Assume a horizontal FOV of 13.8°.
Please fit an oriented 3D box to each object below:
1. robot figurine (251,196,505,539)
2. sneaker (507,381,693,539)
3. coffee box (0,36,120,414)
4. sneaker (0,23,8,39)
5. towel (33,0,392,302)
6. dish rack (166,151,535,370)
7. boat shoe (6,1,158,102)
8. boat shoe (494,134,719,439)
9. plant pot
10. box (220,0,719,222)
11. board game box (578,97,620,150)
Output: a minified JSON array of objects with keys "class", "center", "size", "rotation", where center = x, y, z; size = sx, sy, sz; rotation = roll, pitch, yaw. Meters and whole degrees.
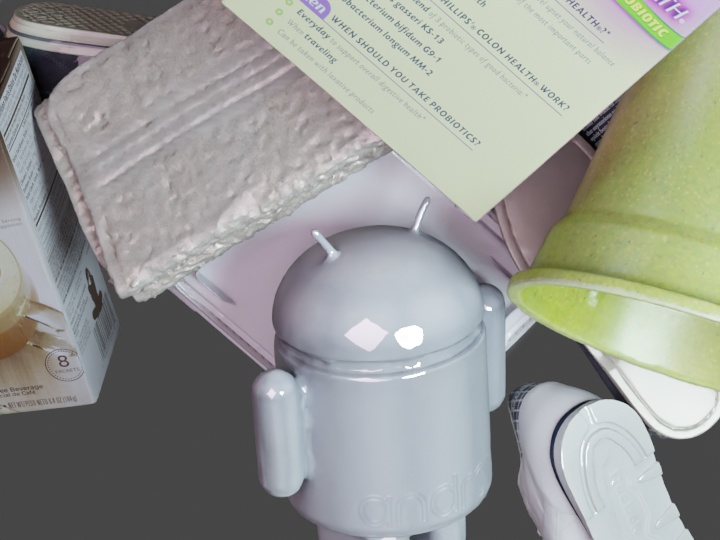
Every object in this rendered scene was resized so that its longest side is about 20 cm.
[{"class":"robot figurine","center":[0.012,0.062,1.579],"size":[0.113,0.169,0.201],"rotation":[20,124,43]},{"class":"sneaker","center":[0.135,0.153,1.650],"size":[0.080,0.076,0.201],"rotation":[15,125,55]},{"class":"coffee box","center":[-0.220,-0.020,1.662],"size":[0.114,0.080,0.201],"rotation":[-8,124,14]},{"class":"sneaker","center":[-0.255,-0.135,1.679],"size":[0.077,0.112,0.201],"rotation":[-30,90,16]},{"class":"towel","center":[-0.072,-0.082,1.590],"size":[0.199,0.034,0.133],"rotation":[-29,72,16]},{"class":"dish rack","center":[0.000,0.000,1.637],"size":[0.200,0.044,0.172],"rotation":[41,105,-17]},{"class":"boat shoe","center":[-0.104,-0.102,1.668],"size":[0.199,0.075,0.063],"rotation":[11,110,10]},{"class":"boat shoe","center":[0.127,0.005,1.627],"size":[0.072,0.063,0.200],"rotation":[-33,92,-6]},{"class":"plant pot","center":[0.196,-0.045,1.513],"size":[0.199,0.200,0.185],"rotation":[17,80,11]},{"class":"box","center":[0.065,-0.159,1.471],"size":[0.176,0.097,0.200],"rotation":[40,124,-13]},{"class":"board game box","center":[0.207,-0.115,1.611],"size":[0.200,0.028,0.135],"rotation":[-40,87,16]}]
